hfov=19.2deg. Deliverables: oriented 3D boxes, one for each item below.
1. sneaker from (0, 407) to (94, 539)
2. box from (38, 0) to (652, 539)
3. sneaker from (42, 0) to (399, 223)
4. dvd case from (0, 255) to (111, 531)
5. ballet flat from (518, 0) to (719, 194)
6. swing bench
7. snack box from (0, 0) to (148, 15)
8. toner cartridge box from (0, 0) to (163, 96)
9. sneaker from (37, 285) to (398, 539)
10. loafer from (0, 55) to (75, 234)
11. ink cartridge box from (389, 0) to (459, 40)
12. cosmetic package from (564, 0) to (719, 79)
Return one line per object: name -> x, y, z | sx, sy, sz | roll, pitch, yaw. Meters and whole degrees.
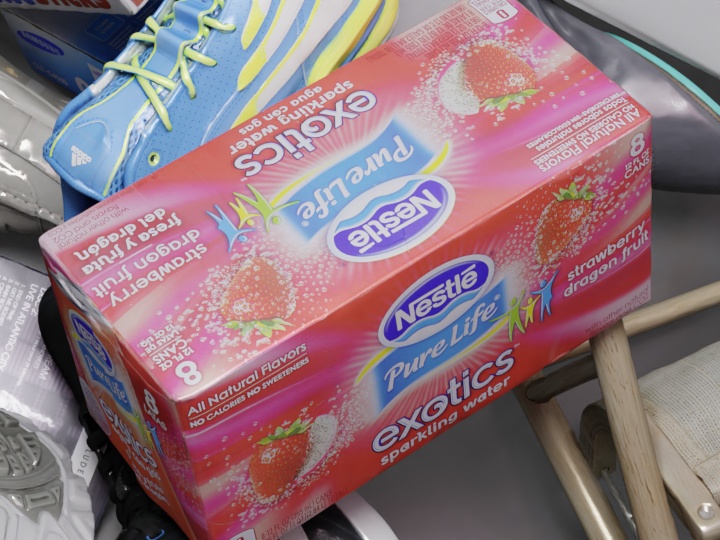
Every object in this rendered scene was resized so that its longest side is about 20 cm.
sneaker -> -0.174, 0.084, 0.782 | 0.200, 0.078, 0.100 | 34, 103, 38
box -> 0.000, 0.000, 0.751 | 0.199, 0.100, 0.095 | -30, 51, -19
sneaker -> -0.052, -0.068, 0.760 | 0.076, 0.201, 0.105 | 36, 37, 19
dvd case -> -0.192, 0.053, 0.859 | 0.199, 0.016, 0.149 | 22, 71, -4
ballet flat -> 0.076, -0.084, 0.925 | 0.200, 0.073, 0.073 | 41, 71, 9
swing bench -> 0.192, 0.083, 0.869 | 0.198, 0.130, 0.201 | -19, 83, -16
snack box -> -0.124, -0.136, 0.845 | 0.072, 0.200, 0.024 | -52, 124, -19
toner cartridge box -> -0.050, -0.148, 0.910 | 0.095, 0.043, 0.200 | 28, 66, 35
sneaker -> -0.078, 0.080, 0.794 | 0.200, 0.073, 0.112 | 43, 43, 20
loafer -> -0.145, -0.045, 0.877 | 0.200, 0.070, 0.070 | 34, 100, -3
ink cartridge box -> 0.000, -0.091, 0.858 | 0.068, 0.201, 0.115 | 22, 30, 29
cosmetic package -> 0.194, -0.197, 0.886 | 0.164, 0.200, 0.165 | 28, 46, -3
